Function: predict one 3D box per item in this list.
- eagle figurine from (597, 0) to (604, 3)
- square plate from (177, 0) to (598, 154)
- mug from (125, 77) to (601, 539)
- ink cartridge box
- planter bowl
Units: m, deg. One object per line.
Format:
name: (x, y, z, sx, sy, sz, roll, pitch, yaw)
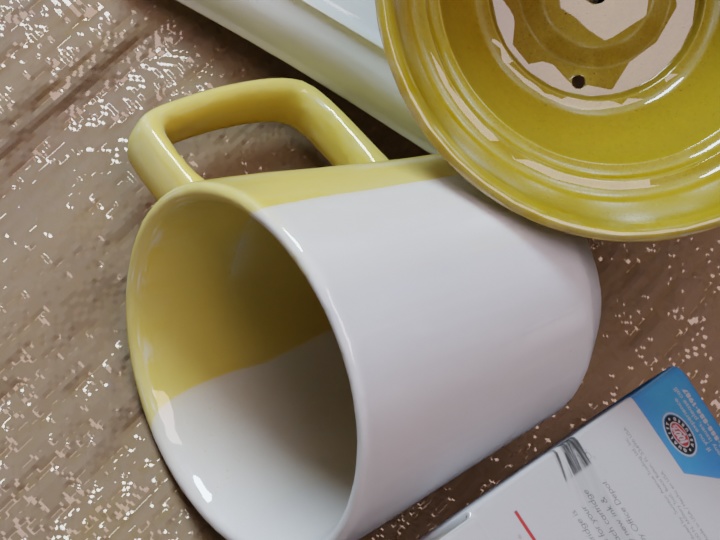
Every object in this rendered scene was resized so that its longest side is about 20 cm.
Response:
eagle figurine: (0.202, -0.114, 1.150, 0.200, 0.152, 0.151, 40, 83, -10)
square plate: (0.019, -0.170, 1.076, 0.200, 0.028, 0.198, 31, 86, 1)
mug: (0.006, 0.004, 1.016, 0.153, 0.149, 0.187, -18, 91, -35)
ink cartridge box: (0.084, 0.131, 1.011, 0.200, 0.067, 0.116, -28, 84, -48)
planter bowl: (0.100, -0.112, 1.020, 0.200, 0.083, 0.201, 0, 92, -6)
